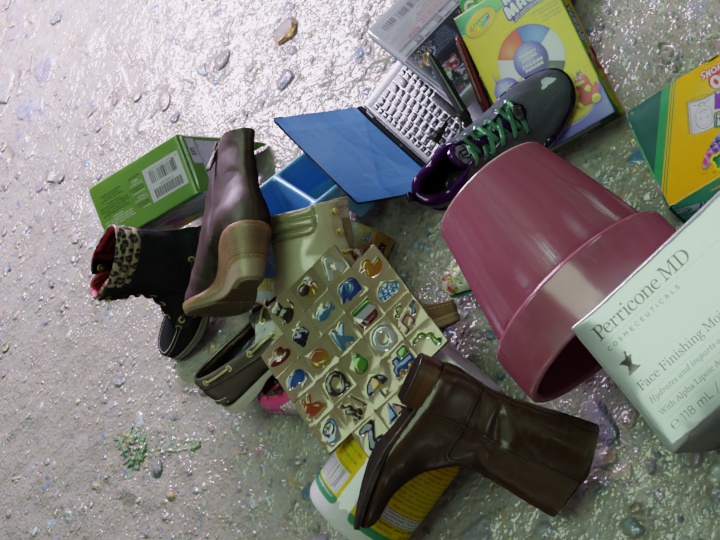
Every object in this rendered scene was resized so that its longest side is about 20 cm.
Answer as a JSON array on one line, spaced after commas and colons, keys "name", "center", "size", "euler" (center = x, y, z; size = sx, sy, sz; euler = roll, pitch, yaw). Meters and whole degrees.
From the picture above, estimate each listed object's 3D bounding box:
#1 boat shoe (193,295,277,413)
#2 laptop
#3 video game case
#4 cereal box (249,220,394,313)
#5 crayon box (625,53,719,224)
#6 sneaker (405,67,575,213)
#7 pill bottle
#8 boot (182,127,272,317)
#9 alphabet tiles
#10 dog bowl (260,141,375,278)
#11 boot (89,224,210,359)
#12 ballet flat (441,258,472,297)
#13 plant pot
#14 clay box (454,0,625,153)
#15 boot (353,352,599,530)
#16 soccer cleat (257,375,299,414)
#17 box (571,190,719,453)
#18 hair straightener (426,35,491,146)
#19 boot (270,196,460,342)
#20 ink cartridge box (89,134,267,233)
[{"name": "boat shoe", "center": [-0.103, 0.070, 1.432], "size": [0.200, 0.059, 0.072], "euler": [-47, 25, 16]}, {"name": "laptop", "center": [0.040, -0.180, 1.451], "size": [0.201, 0.116, 0.187], "euler": [-51, 50, 8]}, {"name": "video game case", "center": [0.128, -0.296, 1.470], "size": [0.200, 0.023, 0.182], "euler": [-45, 50, -1]}, {"name": "cereal box", "center": [-0.068, -0.002, 1.509], "size": [0.199, 0.039, 0.145], "euler": [20, 84, 41]}, {"name": "crayon box", "center": [0.363, -0.145, 1.224], "size": [0.199, 0.058, 0.120], "euler": [-33, 54, 23]}, {"name": "sneaker", "center": [0.133, -0.126, 1.307], "size": [0.200, 0.087, 0.075], "euler": [-42, 81, 17]}, {"name": "pill bottle", "center": [0.048, 0.174, 1.298], "size": [0.201, 0.112, 0.113], "euler": [-54, 49, 6]}, {"name": "boot", "center": [-0.145, -0.045, 1.407], "size": [0.200, 0.071, 0.169], "euler": [145, 124, -59]}, {"name": "alphabet tiles", "center": [-0.009, 0.077, 1.286], "size": [0.166, 0.006, 0.201], "euler": [-44, 61, 12]}, {"name": "dog bowl", "center": [-0.067, -0.075, 1.476], "size": [0.199, 0.050, 0.111], "euler": [-40, 42, -16]}, {"name": "boot", "center": [-0.245, 0.022, 1.531], "size": [0.201, 0.149, 0.074], "euler": [-60, 41, 35]}, {"name": "ballet flat", "center": [0.160, -0.035, 1.324], "size": [0.198, 0.064, 0.076], "euler": [-22, 24, 24]}, {"name": "plant pot", "center": [0.176, -0.011, 1.192], "size": [0.200, 0.199, 0.180], "euler": [-45, 67, 13]}, {"name": "clay box", "center": [0.180, -0.225, 1.359], "size": [0.114, 0.047, 0.202], "euler": [-29, 81, 25]}, {"name": "boot", "center": [0.110, 0.194, 1.214], "size": [0.064, 0.198, 0.188], "euler": [-90, 25, -76]}, {"name": "soccer cleat", "center": [-0.042, 0.141, 1.413], "size": [0.070, 0.087, 0.199], "euler": [-50, 19, -29]}, {"name": "box", "center": [0.308, 0.038, 1.082], "size": [0.199, 0.199, 0.131], "euler": [-45, 68, 14]}, {"name": "hair straightener", "center": [0.113, -0.143, 1.385], "size": [0.076, 0.041, 0.202], "euler": [-23, 86, 12]}, {"name": "boot", "center": [0.000, 0.000, 1.357], "size": [0.197, 0.073, 0.158], "euler": [-7, 86, 13]}, {"name": "ink cartridge box", "center": [-0.205, -0.098, 1.577], "size": [0.147, 0.199, 0.077], "euler": [-27, 81, 27]}]
